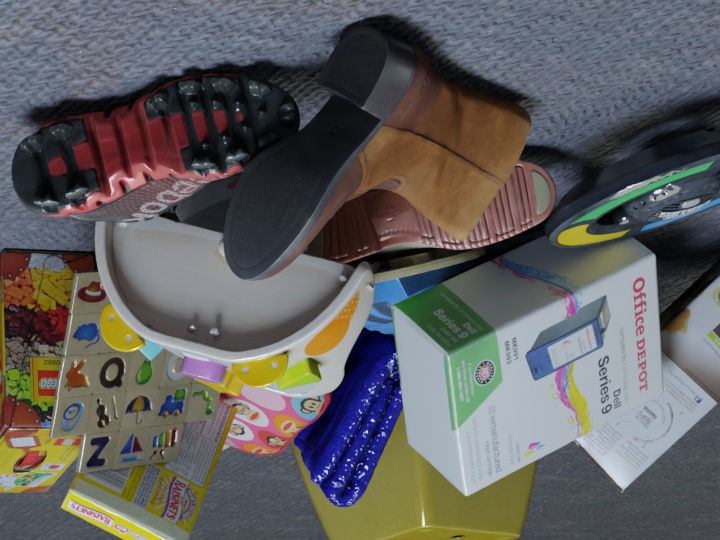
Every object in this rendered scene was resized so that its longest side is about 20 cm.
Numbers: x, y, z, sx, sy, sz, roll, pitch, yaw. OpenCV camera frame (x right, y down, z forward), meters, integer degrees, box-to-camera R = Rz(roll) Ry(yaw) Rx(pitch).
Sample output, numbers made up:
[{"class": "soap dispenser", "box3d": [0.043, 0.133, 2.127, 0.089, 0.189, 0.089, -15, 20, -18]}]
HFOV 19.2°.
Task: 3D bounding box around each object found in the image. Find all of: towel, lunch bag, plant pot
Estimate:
[{"class": "towel", "box3d": [-0.012, 0.116, 1.837, 0.049, 0.148, 0.200, 23, -177, -11]}, {"class": "lunch bag", "box3d": [-0.120, 0.082, 1.844, 0.176, 0.082, 0.200, 24, 153, -12]}, {"class": "plant pot", "box3d": [0.059, 0.186, 2.093, 0.200, 0.177, 0.200, 11, 156, -41]}]

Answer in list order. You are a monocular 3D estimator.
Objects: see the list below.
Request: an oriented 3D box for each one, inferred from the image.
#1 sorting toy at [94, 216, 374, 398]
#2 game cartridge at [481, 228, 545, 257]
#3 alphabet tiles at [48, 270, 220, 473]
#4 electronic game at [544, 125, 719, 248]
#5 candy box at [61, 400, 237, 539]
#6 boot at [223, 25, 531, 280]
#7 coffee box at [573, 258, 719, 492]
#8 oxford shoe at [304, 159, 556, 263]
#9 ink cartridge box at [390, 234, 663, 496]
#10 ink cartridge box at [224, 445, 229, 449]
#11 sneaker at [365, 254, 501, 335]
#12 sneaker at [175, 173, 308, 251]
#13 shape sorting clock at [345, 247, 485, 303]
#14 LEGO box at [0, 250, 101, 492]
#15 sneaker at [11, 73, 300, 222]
[{"class": "sorting toy", "box3d": [-0.088, 0.046, 1.523, 0.199, 0.107, 0.180, 14, 163, 15]}, {"class": "game cartridge", "box3d": [0.130, 0.012, 1.822, 0.200, 0.041, 0.133, -17, 155, 30]}, {"class": "alphabet tiles", "box3d": [-0.165, 0.060, 1.654, 0.166, 0.201, 0.006, -4, -158, -44]}, {"class": "electronic game", "box3d": [0.231, -0.060, 1.568, 0.199, 0.042, 0.200, -18, 169, -4]}, {"class": "candy box", "box3d": [-0.169, 0.150, 1.729, 0.102, 0.200, 0.026, 29, 120, -6]}, {"class": "boot", "box3d": [0.013, -0.057, 1.425, 0.068, 0.189, 0.200, 29, -177, 34]}, {"class": "coffee box", "box3d": [0.267, 0.085, 1.808, 0.200, 0.080, 0.114, -44, 178, 7]}, {"class": "oxford shoe", "box3d": [0.050, -0.049, 1.598, 0.199, 0.071, 0.074, -7, -177, 11]}, {"class": "ink cartridge box", "box3d": [0.135, 0.063, 1.674, 0.200, 0.087, 0.146, -25, 129, -23]}, {"class": "ink cartridge box", "box3d": [-0.212, 0.132, 2.026, 0.199, 0.068, 0.117, 5, 159, -30]}, {"class": "sneaker", "box3d": [0.044, 0.038, 1.761, 0.200, 0.079, 0.066, -5, -161, 27]}, {"class": "sneaker", "box3d": [-0.050, -0.036, 1.542, 0.200, 0.092, 0.076, -21, 157, 38]}, {"class": "shape sorting clock", "box3d": [0.000, 0.000, 1.676, 0.199, 0.039, 0.200, -13, -173, 2]}, {"class": "LEGO box", "box3d": [-0.275, 0.087, 1.749, 0.077, 0.149, 0.200, 2, 160, -20]}, {"class": "sneaker", "box3d": [-0.129, -0.080, 1.428, 0.200, 0.071, 0.098, -15, 167, 14]}]
